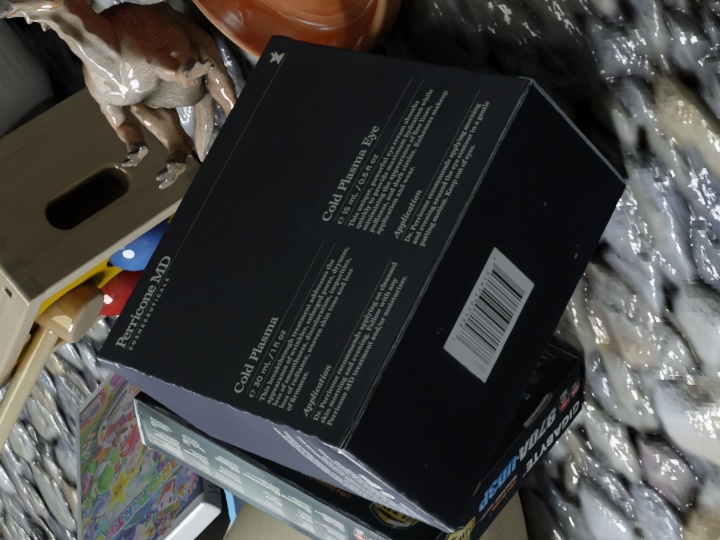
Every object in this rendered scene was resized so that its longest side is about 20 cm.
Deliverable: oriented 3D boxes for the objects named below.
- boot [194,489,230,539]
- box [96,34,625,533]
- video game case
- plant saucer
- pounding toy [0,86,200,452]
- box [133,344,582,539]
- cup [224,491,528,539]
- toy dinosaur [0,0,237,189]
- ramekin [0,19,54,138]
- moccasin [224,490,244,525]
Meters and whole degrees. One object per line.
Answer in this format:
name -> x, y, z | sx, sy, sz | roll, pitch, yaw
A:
boot -> -0.148, 0.174, 1.406 | 0.064, 0.187, 0.200 | 22, 148, -13
box -> 0.000, 0.000, 0.965 | 0.182, 0.200, 0.104 | 17, 164, 43
video game case -> -0.146, 0.126, 1.300 | 0.018, 0.200, 0.143 | 28, 121, -29
plant saucer -> -0.050, -0.198, 1.021 | 0.200, 0.032, 0.201 | 35, 145, 29
pounding toy -> -0.210, 0.009, 1.276 | 0.142, 0.200, 0.184 | 49, 149, 7
box -> 0.000, 0.074, 1.077 | 0.200, 0.159, 0.046 | 25, 144, 26
cup -> 0.018, 0.153, 1.149 | 0.200, 0.200, 0.143 | 32, 124, 31
toy dinosaur -> -0.126, -0.131, 1.127 | 0.136, 0.086, 0.200 | 59, -167, 21
ramekin -> -0.294, -0.091, 1.305 | 0.094, 0.202, 0.202 | 43, 149, -3
moccasin -> -0.053, 0.143, 1.288 | 0.200, 0.068, 0.081 | 84, -176, -74
